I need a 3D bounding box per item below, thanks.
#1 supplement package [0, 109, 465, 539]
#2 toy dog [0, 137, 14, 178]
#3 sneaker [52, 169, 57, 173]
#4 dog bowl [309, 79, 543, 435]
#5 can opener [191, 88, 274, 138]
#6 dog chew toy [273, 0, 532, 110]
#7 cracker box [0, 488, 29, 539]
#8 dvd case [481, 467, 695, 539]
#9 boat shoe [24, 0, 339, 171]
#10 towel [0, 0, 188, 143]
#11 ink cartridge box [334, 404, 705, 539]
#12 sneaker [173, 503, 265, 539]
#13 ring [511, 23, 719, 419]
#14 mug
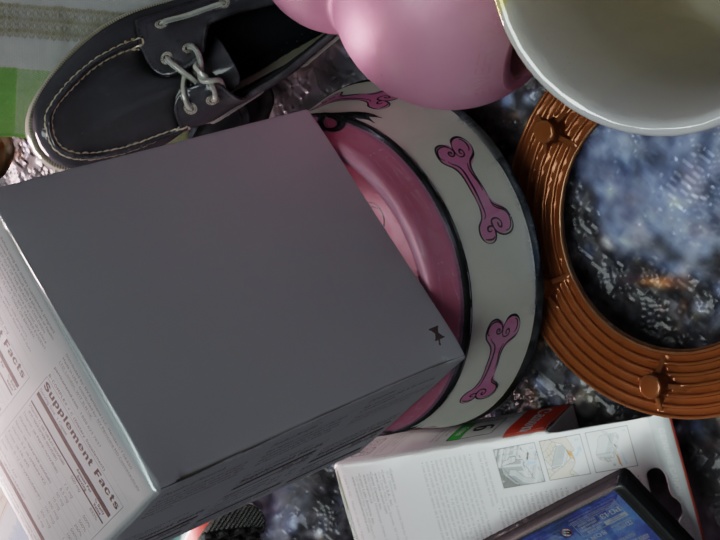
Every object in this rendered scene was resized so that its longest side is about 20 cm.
[{"bbox_3d":[-0.081,0.031,0.790,0.156,0.200,0.111,58,135,13],"label":"supplement package"},{"bbox_3d":[-0.261,-0.135,0.989,0.139,0.194,0.200,16,147,14],"label":"toy dog"},{"bbox_3d":[-0.162,-0.116,0.976,0.078,0.082,0.200,37,131,27],"label":"sneaker"},{"bbox_3d":[0.000,0.000,0.897,0.200,0.074,0.201,17,115,40],"label":"dog bowl"},{"bbox_3d":[-0.098,-0.036,0.978,0.079,0.063,0.200,28,124,0],"label":"can opener"},{"bbox_3d":[0.005,-0.163,0.802,0.200,0.124,0.125,32,120,19],"label":"dog chew toy"},{"bbox_3d":[-0.247,0.097,1.121,0.200,0.058,0.134,41,123,17],"label":"cracker box"},{"bbox_3d":[0.148,0.202,0.873,0.143,0.018,0.200,-34,106,33],"label":"dvd case"},{"bbox_3d":[-0.084,-0.114,0.864,0.073,0.200,0.063,64,164,-11],"label":"boat shoe"},{"bbox_3d":[-0.153,-0.167,0.880,0.031,0.149,0.200,-135,51,-63],"label":"towel"},{"bbox_3d":[0.094,0.136,0.910,0.200,0.050,0.109,-13,97,26],"label":"ink cartridge box"},{"bbox_3d":[-0.137,0.188,1.081,0.093,0.070,0.200,54,129,28],"label":"sneaker"},{"bbox_3d":[0.153,-0.024,0.821,0.200,0.019,0.201,5,99,39],"label":"ring"},{"bbox_3d":[0.152,-0.164,0.717,0.149,0.153,0.187,-6,101,35],"label":"mug"}]
